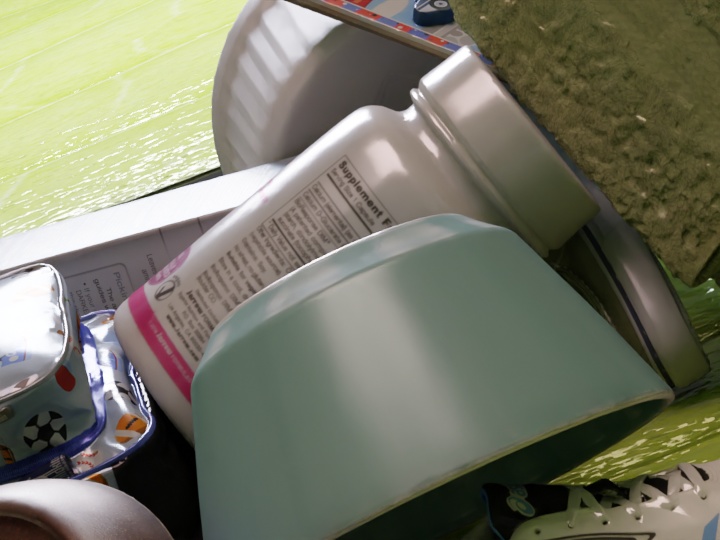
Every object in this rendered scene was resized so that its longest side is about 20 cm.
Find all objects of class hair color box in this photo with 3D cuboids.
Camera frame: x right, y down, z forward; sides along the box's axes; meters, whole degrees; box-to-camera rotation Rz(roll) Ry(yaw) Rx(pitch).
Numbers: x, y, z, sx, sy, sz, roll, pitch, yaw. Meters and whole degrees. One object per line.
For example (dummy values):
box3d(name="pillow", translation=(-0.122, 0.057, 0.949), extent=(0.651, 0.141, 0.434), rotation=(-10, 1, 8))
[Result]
box3d(name="hair color box", translation=(-0.085, 0.016, 1.375), extent=(0.200, 0.099, 0.061), rotation=(-14, 18, 18))

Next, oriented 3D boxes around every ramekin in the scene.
box3d(name="ramekin", translation=(0.030, -0.070, 1.431), extent=(0.200, 0.201, 0.098), rotation=(-22, 26, -2))

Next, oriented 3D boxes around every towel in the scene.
box3d(name="towel", translation=(0.133, -0.100, 1.214), extent=(0.036, 0.200, 0.148), rotation=(-10, -38, -53))

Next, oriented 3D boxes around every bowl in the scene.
box3d(name="bowl", translation=(0.012, 0.049, 1.124), extent=(0.200, 0.105, 0.201), rotation=(-25, -10, -5))

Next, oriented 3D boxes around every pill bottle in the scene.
box3d(name="pill bottle", translation=(0.000, 0.000, 1.253), extent=(0.200, 0.113, 0.113), rotation=(-39, 18, 5))

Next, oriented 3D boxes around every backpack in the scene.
box3d(name="backpack", translation=(-0.171, 0.100, 1.253), extent=(0.190, 0.154, 0.200), rotation=(-30, 17, 3))

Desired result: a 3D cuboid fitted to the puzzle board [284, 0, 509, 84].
box3d(name="puzzle board", translation=(0.075, -0.155, 1.375), extent=(0.151, 0.017, 0.200), rotation=(23, 39, 29))

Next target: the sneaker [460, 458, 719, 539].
box3d(name="sneaker", translation=(0.091, 0.103, 1.071), extent=(0.200, 0.073, 0.072), rotation=(-21, 17, -3))

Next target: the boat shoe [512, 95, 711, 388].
box3d(name="boat shoe", translation=(0.094, -0.004, 1.313), extent=(0.062, 0.072, 0.200), rotation=(-32, 43, -2))

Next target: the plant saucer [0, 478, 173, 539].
box3d(name="plant saucer", translation=(-0.150, 0.160, 1.048), extent=(0.200, 0.032, 0.201), rotation=(-21, 49, 26))
